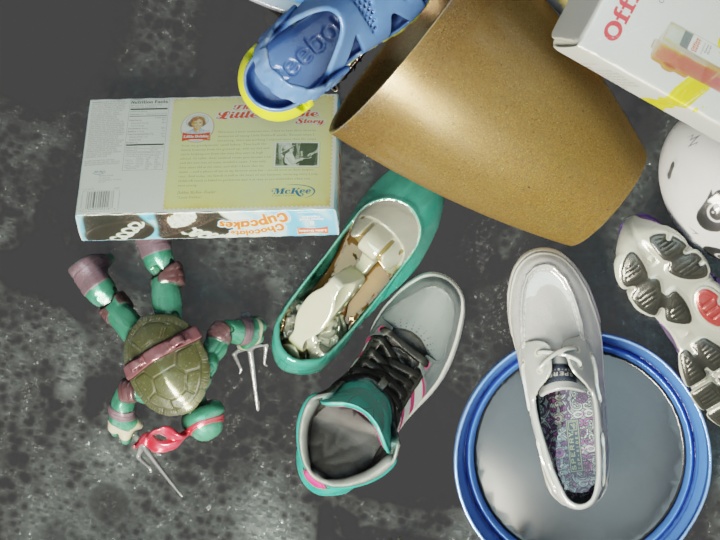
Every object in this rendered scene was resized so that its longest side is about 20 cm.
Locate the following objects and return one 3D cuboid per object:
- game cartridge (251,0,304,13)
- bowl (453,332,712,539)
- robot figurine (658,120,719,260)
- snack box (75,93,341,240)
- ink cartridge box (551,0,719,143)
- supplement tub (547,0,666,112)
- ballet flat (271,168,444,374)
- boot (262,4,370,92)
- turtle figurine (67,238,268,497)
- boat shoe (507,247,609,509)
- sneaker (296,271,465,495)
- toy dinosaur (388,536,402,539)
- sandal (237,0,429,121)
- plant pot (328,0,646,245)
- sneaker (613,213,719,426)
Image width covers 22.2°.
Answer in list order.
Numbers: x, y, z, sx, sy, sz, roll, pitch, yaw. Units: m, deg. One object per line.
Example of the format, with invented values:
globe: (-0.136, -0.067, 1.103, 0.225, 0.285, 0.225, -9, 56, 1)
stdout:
game cartridge: (-0.054, -0.263, 1.375, 0.199, 0.040, 0.134, 24, 104, -1)
bowl: (0.173, 0.146, 1.441, 0.200, 0.039, 0.202, 0, 93, 3)
robot figurine: (0.324, -0.083, 1.377, 0.199, 0.125, 0.151, -21, 90, 1)
snack box: (-0.115, -0.081, 1.419, 0.199, 0.037, 0.117, -1, 55, 4)
ink cartridge box: (0.254, -0.170, 1.260, 0.199, 0.083, 0.146, 27, 93, -9)
supplement tub: (0.208, -0.232, 1.364, 0.145, 0.145, 0.200, -42, 99, 4)
ballet flat: (0.000, 0.000, 1.429, 0.067, 0.070, 0.200, 37, 93, 2)
boot: (-0.022, -0.262, 1.423, 0.174, 0.069, 0.200, 35, 104, 3)
turtle figurine: (-0.144, 0.065, 1.429, 0.149, 0.101, 0.201, -26, 82, -4)
boat shoe: (0.150, 0.083, 1.385, 0.072, 0.069, 0.201, -3, 92, 3)
sneaker: (0.013, 0.090, 1.406, 0.083, 0.121, 0.200, 31, 93, 2)
toy dinosaur: (0.057, 0.293, 1.429, 0.136, 0.102, 0.200, 38, 91, -13)
sandal: (-0.011, -0.184, 1.327, 0.079, 0.087, 0.200, 41, 98, -2)
plant pot: (0.111, -0.116, 1.375, 0.200, 0.186, 0.187, 38, 94, -9)
sneaker: (0.266, 0.034, 1.417, 0.080, 0.083, 0.200, -31, 106, 13)
